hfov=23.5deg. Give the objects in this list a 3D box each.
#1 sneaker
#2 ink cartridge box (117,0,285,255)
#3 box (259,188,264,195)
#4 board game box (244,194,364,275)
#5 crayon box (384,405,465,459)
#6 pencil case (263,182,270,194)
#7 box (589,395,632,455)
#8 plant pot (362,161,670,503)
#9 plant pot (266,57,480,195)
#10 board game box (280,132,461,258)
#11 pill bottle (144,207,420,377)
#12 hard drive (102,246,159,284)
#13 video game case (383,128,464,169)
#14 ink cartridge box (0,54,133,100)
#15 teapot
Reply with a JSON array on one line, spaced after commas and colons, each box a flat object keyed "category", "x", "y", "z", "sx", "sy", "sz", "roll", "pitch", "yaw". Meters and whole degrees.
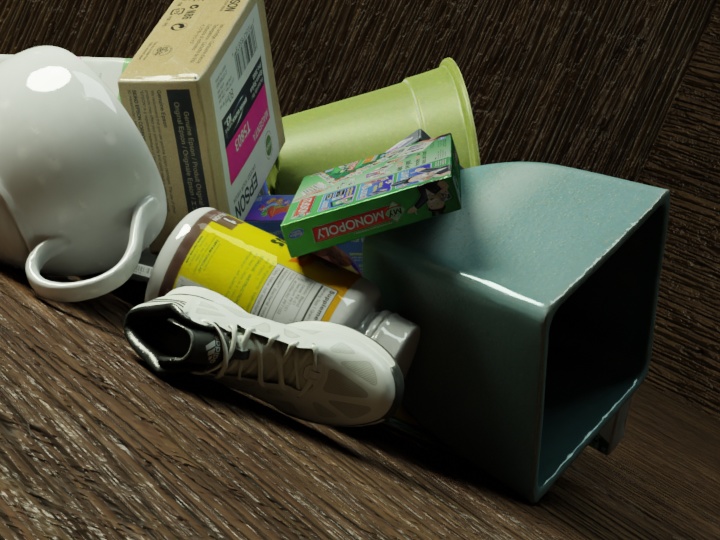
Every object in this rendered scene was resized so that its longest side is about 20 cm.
[{"category": "sneaker", "x": -0.075, "y": 0.068, "z": 1.200, "sx": 0.199, "sy": 0.076, "sz": 0.115, "roll": 17, "pitch": 10, "yaw": 17}, {"category": "ink cartridge box", "x": -0.131, "y": -0.134, "z": 1.477, "sx": 0.075, "sy": 0.166, "sz": 0.200, "roll": 0, "pitch": 33, "yaw": 14}, {"category": "box", "x": -0.154, "y": -0.076, "z": 1.771, "sx": 0.109, "sy": 0.035, "sz": 0.200, "roll": 9, "pitch": 27, "yaw": -15}, {"category": "board game box", "x": 0.000, "y": 0.000, "z": 1.564, "sx": 0.198, "sy": 0.135, "sz": 0.045, "roll": 1, "pitch": 34, "yaw": 19}, {"category": "crayon box", "x": 0.075, "y": 0.118, "z": 1.518, "sx": 0.125, "sy": 0.052, "sz": 0.200, "roll": 24, "pitch": 4, "yaw": 0}, {"category": "pencil case", "x": -0.014, "y": -0.061, "z": 1.816, "sx": 0.199, "sy": 0.087, "sz": 0.078, "roll": 25, "pitch": -8, "yaw": 26}, {"category": "box", "x": 0.159, "y": 0.067, "z": 1.583, "sx": 0.199, "sy": 0.145, "sz": 0.036, "roll": 29, "pitch": 48, "yaw": 25}, {"category": "plant pot", "x": 0.110, "y": 0.026, "z": 1.399, "sx": 0.199, "sy": 0.197, "sz": 0.196, "roll": 23, "pitch": 43, "yaw": 28}, {"category": "plant pot", "x": 0.006, "y": -0.093, "z": 1.669, "sx": 0.188, "sy": 0.202, "sz": 0.200, "roll": -8, "pitch": 7, "yaw": -6}, {"category": "board game box", "x": 0.012, "y": -0.062, "z": 1.371, "sx": 0.134, "sy": 0.029, "sz": 0.200, "roll": -17, "pitch": 12, "yaw": 7}, {"category": "pill bottle", "x": -0.059, "y": 0.036, "z": 1.334, "sx": 0.199, "sy": 0.110, "sz": 0.109, "roll": 25, "pitch": 3, "yaw": 12}, {"category": "hard drive", "x": -0.179, "y": -0.004, "z": 1.567, "sx": 0.139, "sy": 0.038, "sz": 0.200, "roll": 14, "pitch": -1, "yaw": 22}, {"category": "video game case", "x": 0.027, "y": -0.033, "z": 1.602, "sx": 0.143, "sy": 0.199, "sz": 0.019, "roll": 40, "pitch": 34, "yaw": -29}, {"category": "ink cartridge box", "x": -0.254, "y": -0.114, "z": 1.567, "sx": 0.199, "sy": 0.147, "sz": 0.087, "roll": 4, "pitch": -6, "yaw": 19}, {"category": "teapot", "x": -0.254, "y": -0.066, "z": 1.355, "sx": 0.198, "sy": 0.146, "sz": 0.200, "roll": 56, "pitch": -22, "yaw": -6}]
